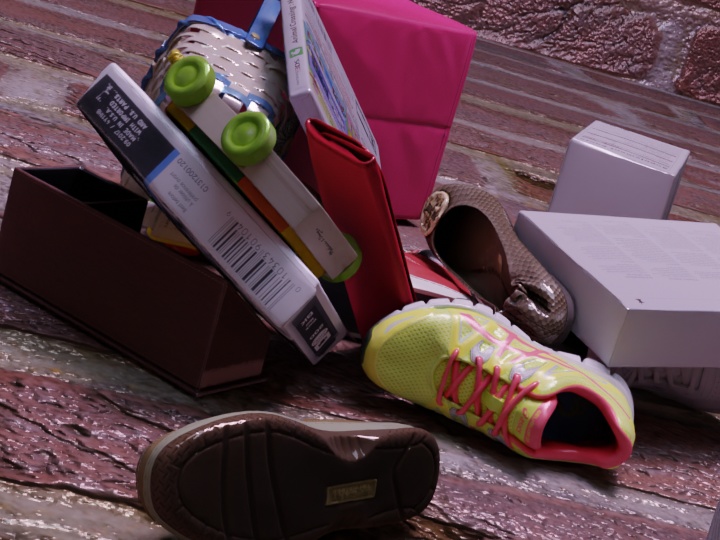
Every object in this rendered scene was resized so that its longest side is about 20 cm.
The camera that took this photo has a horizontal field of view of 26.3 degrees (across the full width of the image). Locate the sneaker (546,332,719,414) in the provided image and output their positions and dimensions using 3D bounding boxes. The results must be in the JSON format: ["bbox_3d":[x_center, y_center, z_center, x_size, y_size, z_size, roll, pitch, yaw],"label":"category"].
[{"bbox_3d":[0.224,0.073,1.194,0.198,0.076,0.099,16,21,26],"label":"sneaker"}]

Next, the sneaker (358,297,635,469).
[{"bbox_3d":[0.096,0.078,1.011,0.198,0.079,0.090,15,18,-8],"label":"sneaker"}]

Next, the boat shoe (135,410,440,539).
[{"bbox_3d":[-0.048,0.107,0.811,0.076,0.073,0.199,12,1,43],"label":"boat shoe"}]

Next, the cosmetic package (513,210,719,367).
[{"bbox_3d":[0.227,0.014,1.145,0.198,0.052,0.151,3,25,-29],"label":"cosmetic package"}]

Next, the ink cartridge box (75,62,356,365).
[{"bbox_3d":[-0.090,-0.026,1.018,0.198,0.043,0.200,46,-4,14],"label":"ink cartridge box"}]

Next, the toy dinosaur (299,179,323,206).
[{"bbox_3d":[-0.037,-0.044,1.268,0.200,0.060,0.107,44,19,-59],"label":"toy dinosaur"}]

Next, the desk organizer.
[{"bbox_3d":[-0.148,0.002,1.010,0.199,0.078,0.071,27,19,29],"label":"desk organizer"}]

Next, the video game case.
[{"bbox_3d":[-0.020,-0.122,1.291,0.022,0.201,0.183,-18,40,9],"label":"video game case"}]

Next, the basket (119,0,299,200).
[{"bbox_3d":[-0.125,-0.132,1.322,0.138,0.177,0.201,25,29,-12],"label":"basket"}]

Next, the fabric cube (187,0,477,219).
[{"bbox_3d":[-0.042,-0.175,1.489,0.198,0.202,0.196,1,22,-40],"label":"fabric cube"}]

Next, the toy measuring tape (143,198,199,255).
[{"bbox_3d":[-0.158,-0.056,1.182,0.199,0.074,0.073,13,14,-40],"label":"toy measuring tape"}]

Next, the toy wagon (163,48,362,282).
[{"bbox_3d":[-0.075,-0.073,0.989,0.200,0.040,0.155,44,-6,37],"label":"toy wagon"}]

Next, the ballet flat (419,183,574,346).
[{"bbox_3d":[0.090,-0.009,1.137,0.046,0.068,0.200,10,26,-32],"label":"ballet flat"}]

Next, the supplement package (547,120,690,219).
[{"bbox_3d":[0.273,-0.080,1.643,0.116,0.118,0.200,20,17,12],"label":"supplement package"}]

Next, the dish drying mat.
[{"bbox_3d":[0.008,-0.009,1.042,0.018,0.201,0.077,-37,44,-23],"label":"dish drying mat"}]

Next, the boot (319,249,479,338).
[{"bbox_3d":[0.000,0.000,1.191,0.198,0.073,0.144,24,15,-7],"label":"boot"}]

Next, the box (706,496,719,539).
[{"bbox_3d":[0.292,0.145,0.817,0.197,0.173,0.200,20,16,13],"label":"box"}]
